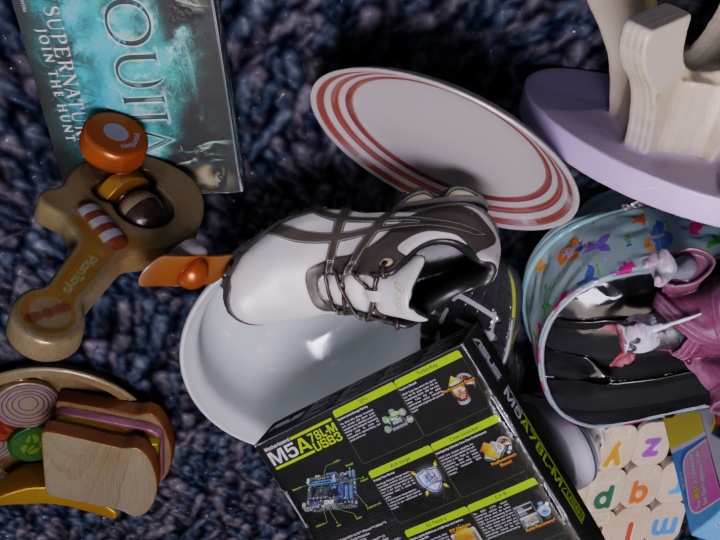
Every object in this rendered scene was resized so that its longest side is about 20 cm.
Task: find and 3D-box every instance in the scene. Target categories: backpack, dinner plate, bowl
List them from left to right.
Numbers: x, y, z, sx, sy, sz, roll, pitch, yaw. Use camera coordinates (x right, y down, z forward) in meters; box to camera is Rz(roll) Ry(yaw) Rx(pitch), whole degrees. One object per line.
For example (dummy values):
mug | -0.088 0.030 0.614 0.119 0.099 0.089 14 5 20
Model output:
bowl | -0.043 0.037 0.916 0.198 0.091 0.203 -5 124 -7
dinner plate | 0.059 -0.086 0.798 0.198 0.024 0.200 23 163 8
backpack | 0.220 0.026 0.878 0.198 0.151 0.179 -16 132 1

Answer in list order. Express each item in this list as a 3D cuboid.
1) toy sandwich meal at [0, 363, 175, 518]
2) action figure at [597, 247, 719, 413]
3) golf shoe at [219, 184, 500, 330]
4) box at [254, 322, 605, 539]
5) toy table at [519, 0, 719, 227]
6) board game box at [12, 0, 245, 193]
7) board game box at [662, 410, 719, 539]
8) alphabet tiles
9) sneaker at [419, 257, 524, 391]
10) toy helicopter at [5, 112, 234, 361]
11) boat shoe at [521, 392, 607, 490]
toy sandwich meal | -0.271 0.166 1.063 0.202 0.071 0.207 0 134 0
action figure | 0.251 0.018 0.753 0.198 0.149 0.135 -11 109 26
golf shoe | 0.000 0.000 0.790 0.198 0.095 0.078 -19 121 1
box | 0.049 0.165 0.860 0.199 0.047 0.194 -29 95 28
toy table | 0.200 -0.121 0.734 0.198 0.184 0.118 26 127 20
board game box | -0.156 -0.136 0.803 0.133 0.028 0.201 -2 134 2
board game box | 0.321 0.141 0.958 0.152 0.201 0.040 20 131 -19
alphabet tiles | 0.228 0.228 1.122 0.198 0.015 0.198 -3 117 -19
sneaker | 0.090 0.067 0.893 0.073 0.081 0.202 29 133 23
toy helicopter | -0.161 -0.007 0.767 0.131 0.201 0.079 28 131 -2
boat shoe | 0.174 0.136 0.979 0.065 0.073 0.200 -15 179 -4
